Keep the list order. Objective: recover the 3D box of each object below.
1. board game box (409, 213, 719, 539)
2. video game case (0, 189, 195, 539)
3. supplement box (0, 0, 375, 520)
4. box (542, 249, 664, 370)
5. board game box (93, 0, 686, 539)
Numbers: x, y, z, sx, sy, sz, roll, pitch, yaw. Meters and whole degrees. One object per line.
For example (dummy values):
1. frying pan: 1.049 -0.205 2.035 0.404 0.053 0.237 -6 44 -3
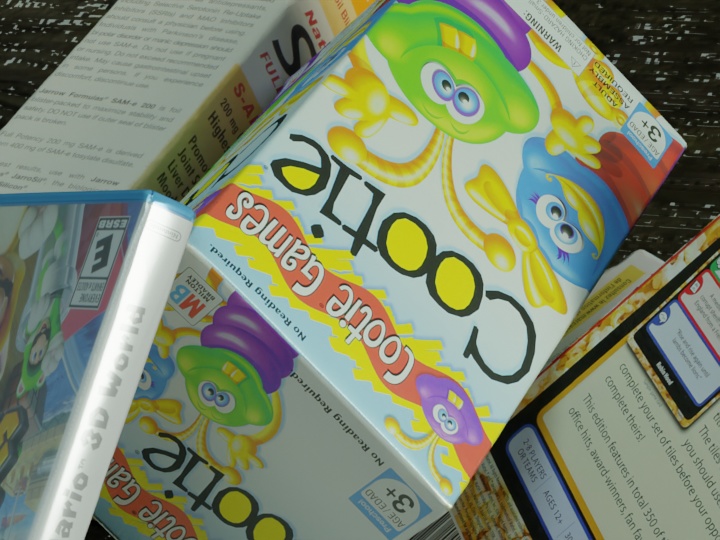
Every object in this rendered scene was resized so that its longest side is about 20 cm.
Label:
1. board game box: 0.108 0.068 0.712 0.200 0.046 0.152 -42 46 18
2. video game case: -0.116 0.074 0.705 0.143 0.018 0.200 1 70 57
3. supplement box: -0.054 -0.023 0.919 0.073 0.126 0.200 9 48 33
4. box: 0.123 0.070 0.790 0.082 0.049 0.200 -36 41 -18
5. board game box: 0.000 0.000 0.786 0.103 0.105 0.200 -39 9 40
